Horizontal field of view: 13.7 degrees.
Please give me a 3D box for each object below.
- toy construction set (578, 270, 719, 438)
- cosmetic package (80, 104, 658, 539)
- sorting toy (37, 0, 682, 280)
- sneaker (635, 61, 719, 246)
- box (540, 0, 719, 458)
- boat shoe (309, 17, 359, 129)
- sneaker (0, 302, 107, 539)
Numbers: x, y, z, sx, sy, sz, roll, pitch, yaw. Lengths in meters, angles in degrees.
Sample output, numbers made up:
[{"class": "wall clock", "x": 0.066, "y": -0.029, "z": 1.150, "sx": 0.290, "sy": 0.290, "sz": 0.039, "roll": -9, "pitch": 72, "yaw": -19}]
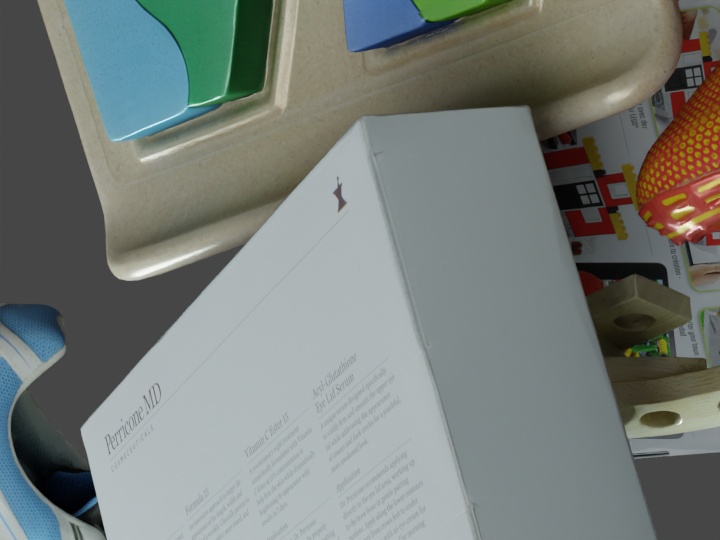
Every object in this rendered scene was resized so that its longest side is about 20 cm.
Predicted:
[{"class": "toy construction set", "x": 0.092, "y": 0.084, "z": 0.717, "sx": 0.131, "sy": 0.092, "sz": 0.200, "roll": -45, "pitch": 55, "yaw": 54}, {"class": "cosmetic package", "x": -0.001, "y": 0.070, "z": 0.736, "sx": 0.200, "sy": 0.052, "sz": 0.151, "roll": -44, "pitch": 58, "yaw": 56}, {"class": "sorting toy", "x": -0.024, "y": -0.113, "z": 0.757, "sx": 0.185, "sy": 0.036, "sz": 0.200, "roll": -18, "pitch": 84, "yaw": 36}, {"class": "sneaker", "x": 0.133, "y": -0.088, "z": 0.719, "sx": 0.077, "sy": 0.073, "sz": 0.200, "roll": 44, "pitch": 93, "yaw": 0}, {"class": "box", "x": 0.083, "y": -0.048, "z": 0.794, "sx": 0.110, "sy": 0.035, "sz": 0.200, "roll": -6, "pitch": 110, "yaw": 24}, {"class": "boat shoe", "x": 0.000, "y": 0.000, "z": 0.826, "sx": 0.065, "sy": 0.073, "sz": 0.200, "roll": -8, "pitch": 105, "yaw": 25}, {"class": "sneaker", "x": -0.094, "y": 0.102, "z": 0.916, "sx": 0.072, "sy": 0.072, "sz": 0.200, "roll": -13, "pitch": 115, "yaw": 5}]
